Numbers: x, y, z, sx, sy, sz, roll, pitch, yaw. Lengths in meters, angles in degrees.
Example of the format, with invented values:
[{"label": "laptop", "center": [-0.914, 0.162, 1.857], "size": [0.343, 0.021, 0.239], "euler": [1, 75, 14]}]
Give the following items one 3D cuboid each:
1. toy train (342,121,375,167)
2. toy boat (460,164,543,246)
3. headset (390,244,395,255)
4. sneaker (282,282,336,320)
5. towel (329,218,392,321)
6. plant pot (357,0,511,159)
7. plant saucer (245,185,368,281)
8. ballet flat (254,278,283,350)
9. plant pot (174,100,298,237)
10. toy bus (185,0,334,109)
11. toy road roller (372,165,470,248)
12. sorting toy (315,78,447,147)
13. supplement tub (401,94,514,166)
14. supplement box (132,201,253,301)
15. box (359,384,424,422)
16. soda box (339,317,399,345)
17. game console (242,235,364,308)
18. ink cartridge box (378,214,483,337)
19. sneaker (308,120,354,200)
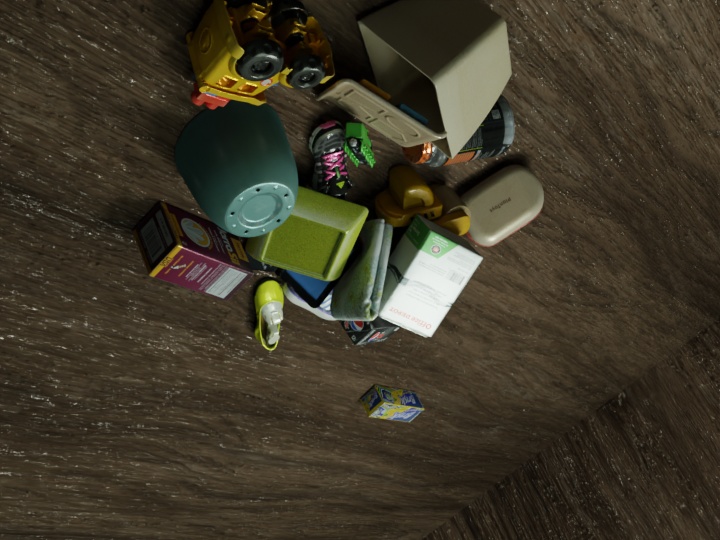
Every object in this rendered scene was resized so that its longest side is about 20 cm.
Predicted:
[{"label": "toy train", "center": [-0.001, -0.225, 1.570], "size": [0.041, 0.057, 0.200], "euler": [3, 179, 7]}, {"label": "toy boat", "center": [0.306, -0.143, 1.937], "size": [0.198, 0.132, 0.131], "euler": [-32, 180, -1]}, {"label": "headset", "center": [0.058, -0.003, 1.879], "size": [0.197, 0.126, 0.093], "euler": [-3, 166, 36]}, {"label": "sneaker", "center": [-0.057, 0.026, 1.896], "size": [0.146, 0.081, 0.199], "euler": [-41, 140, 25]}, {"label": "towel", "center": [0.000, 0.000, 1.761], "size": [0.047, 0.204, 0.171], "euler": [13, 172, -21]}, {"label": "plant pot", "center": [0.140, -0.350, 1.459], "size": [0.176, 0.200, 0.201], "euler": [-40, 148, -8]}, {"label": "plant saucer", "center": [-0.107, -0.061, 1.651], "size": [0.197, 0.048, 0.201], "euler": [16, 134, -9]}, {"label": "ballet flat", "center": [-0.194, 0.102, 1.907], "size": [0.066, 0.068, 0.202], "euler": [-14, 144, -21]}, {"label": "plant pot", "center": [-0.194, -0.157, 1.475], "size": [0.198, 0.162, 0.202], "euler": [-20, 145, -14]}, {"label": "toy bus", "center": [-0.166, -0.313, 1.330], "size": [0.198, 0.137, 0.191], "euler": [5, 148, -44]}, {"label": "toy road roller", "center": [0.124, -0.140, 1.784], "size": [0.197, 0.123, 0.148], "euler": [-16, 134, -19]}, {"label": "sorting toy", "center": [0.034, -0.264, 1.456], "size": [0.198, 0.185, 0.037], "euler": [25, 88, -14]}, {"label": "supplement tub", "center": [0.180, -0.264, 1.653], "size": [0.197, 0.123, 0.123], "euler": [-12, 144, -25]}, {"label": "supplement box", "center": [-0.302, -0.032, 1.605], "size": [0.086, 0.111, 0.199], "euler": [-42, 146, 19]}, {"label": "box", "center": [0.093, 0.380, 2.503], "size": [0.070, 0.065, 0.199], "euler": [-44, 145, 22]}, {"label": "soda box", "center": [0.025, 0.125, 2.049], "size": [0.063, 0.071, 0.200], "euler": [-39, 166, 14]}, {"label": "game console", "center": [-0.123, -0.034, 1.733], "size": [0.171, 0.120, 0.201], "euler": [6, 133, -42]}, {"label": "ink cartridge box", "center": [0.125, 0.014, 1.750], "size": [0.145, 0.083, 0.202], "euler": [25, 106, -30]}, {"label": "sneaker", "center": [-0.048, -0.185, 1.615], "size": [0.073, 0.088, 0.201], "euler": [-17, 145, -17]}]
